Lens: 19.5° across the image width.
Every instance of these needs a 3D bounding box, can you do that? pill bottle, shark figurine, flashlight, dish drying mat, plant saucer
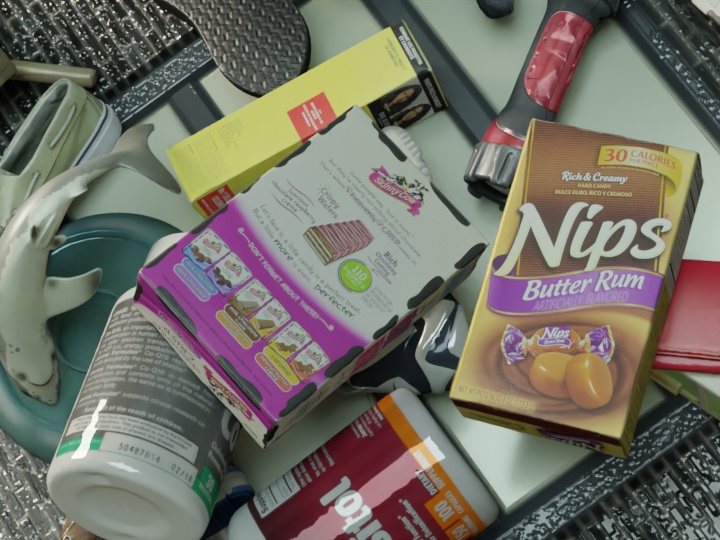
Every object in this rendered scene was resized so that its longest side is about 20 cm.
[{"bbox_3d":[-0.131,0.080,1.431,0.113,0.113,0.200,8,56,15],"label":"pill bottle"},{"bbox_3d":[-0.015,0.180,1.415,0.200,0.113,0.113,-38,68,-1],"label":"pill bottle"},{"bbox_3d":[-0.231,-0.024,1.497,0.215,0.128,0.089,-62,33,4],"label":"shark figurine"},{"bbox_3d":[0.140,-0.139,1.510,0.068,0.068,0.200,20,78,19],"label":"flashlight"},{"bbox_3d":[0.223,0.029,1.380,0.199,0.018,0.077,4,72,15],"label":"dish drying mat"},{"bbox_3d":[-0.193,0.048,1.547,0.200,0.027,0.201,-4,72,12],"label":"plant saucer"}]

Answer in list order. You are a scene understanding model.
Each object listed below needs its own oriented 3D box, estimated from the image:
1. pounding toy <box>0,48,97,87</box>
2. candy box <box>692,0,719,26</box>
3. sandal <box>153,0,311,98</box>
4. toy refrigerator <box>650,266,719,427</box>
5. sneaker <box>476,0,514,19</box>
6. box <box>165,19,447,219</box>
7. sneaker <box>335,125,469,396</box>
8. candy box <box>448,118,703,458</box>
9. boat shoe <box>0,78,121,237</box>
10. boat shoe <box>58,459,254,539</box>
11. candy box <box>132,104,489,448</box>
[{"bbox_3d":[-0.349,-0.163,1.610,0.200,0.142,0.184,-43,54,-6],"label":"pounding toy"},{"bbox_3d":[0.276,-0.245,1.462,0.200,0.061,0.137,49,115,34],"label":"candy box"},{"bbox_3d":[-0.097,-0.194,1.600,0.075,0.048,0.200,-42,56,-2],"label":"sandal"},{"bbox_3d":[0.228,0.051,1.422,0.200,0.076,0.070,34,82,20],"label":"toy refrigerator"},{"bbox_3d":[0.119,-0.284,1.559,0.086,0.078,0.201,1,72,10],"label":"sneaker"},{"bbox_3d":[-0.038,-0.105,1.536,0.200,0.075,0.050,-28,68,2],"label":"box"},{"bbox_3d":[0.000,0.000,1.488,0.129,0.079,0.200,-13,79,-1],"label":"sneaker"},{"bbox_3d":[0.143,0.010,1.366,0.116,0.056,0.200,12,74,17],"label":"candy box"},{"bbox_3d":[-0.259,-0.055,1.566,0.072,0.062,0.200,14,66,50],"label":"boat shoe"},{"bbox_3d":[-0.174,0.186,1.479,0.200,0.072,0.072,-30,63,-9],"label":"boat shoe"},{"bbox_3d":[-0.033,0.002,1.391,0.200,0.061,0.136,-39,80,-22],"label":"candy box"}]
